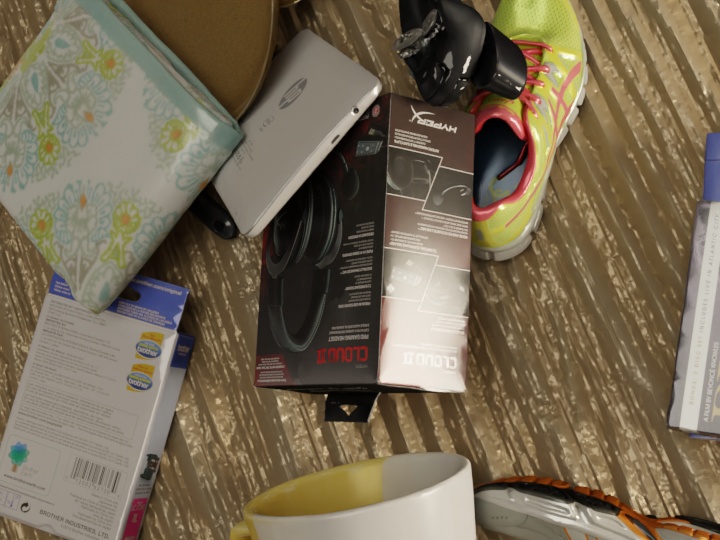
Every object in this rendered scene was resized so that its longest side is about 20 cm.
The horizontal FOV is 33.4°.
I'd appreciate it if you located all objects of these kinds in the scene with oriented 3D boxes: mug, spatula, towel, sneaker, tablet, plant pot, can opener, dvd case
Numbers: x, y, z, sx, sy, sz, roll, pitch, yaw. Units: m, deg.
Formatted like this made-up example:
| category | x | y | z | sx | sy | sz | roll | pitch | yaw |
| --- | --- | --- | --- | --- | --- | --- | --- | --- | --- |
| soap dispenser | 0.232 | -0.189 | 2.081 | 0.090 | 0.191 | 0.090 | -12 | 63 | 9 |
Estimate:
| category | x | y | z | sx | sy | sz | roll | pitch | yaw |
| --- | --- | --- | --- | --- | --- | --- | --- | --- | --- |
| mug | 0.007 | 0.210 | 0.785 | 0.148 | 0.186 | 0.155 | -13 | 92 | -17 |
| spatula | -0.169 | -0.087 | 0.925 | 0.199 | 0.021 | 0.057 | 37 | 120 | 14 |
| towel | -0.195 | -0.096 | 0.885 | 0.200 | 0.048 | 0.172 | 46 | 106 | 26 |
| sneaker | 0.106 | -0.110 | 0.815 | 0.077 | 0.090 | 0.202 | 7 | 83 | 18 |
| tablet | -0.057 | -0.103 | 0.830 | 0.014 | 0.200 | 0.130 | 39 | 95 | -27 |
| plant pot | -0.127 | -0.195 | 0.891 | 0.199 | 0.027 | 0.202 | 9 | 104 | 39 |
| can opener | 0.052 | -0.163 | 0.807 | 0.063 | 0.078 | 0.201 | -47 | 27 | 18 |
| sneaker | 0.156 | 0.193 | 0.764 | 0.198 | 0.076 | 0.093 | 14 | 92 | 21 |
| dvd case | 0.300 | 0.041 | 0.743 | 0.198 | 0.016 | 0.150 | 8 | 83 | 19 |

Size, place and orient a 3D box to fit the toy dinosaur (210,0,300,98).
| category | x | y | z | sx | sy | sz | roll | pitch | yaw |
| --- | --- | --- | --- | --- | --- | --- | --- | --- | --- |
| toy dinosaur | -0.082 | -0.224 | 0.902 | 0.101 | 0.058 | 0.201 | 39 | 91 | 20 |

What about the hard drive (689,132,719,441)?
| category | x | y | z | sx | sy | sz | roll | pitch | yaw |
| --- | --- | --- | --- | --- | --- | --- | --- | --- | --- |
| hard drive | 0.286 | 0.013 | 0.776 | 0.131 | 0.025 | 0.202 | 3 | 82 | 17 |

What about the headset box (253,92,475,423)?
| category | x | y | z | sx | sy | sz | roll | pitch | yaw |
| --- | --- | --- | --- | --- | --- | --- | --- | --- | --- |
| headset box | 0.000 | 0.000 | 0.800 | 0.148 | 0.077 | 0.202 | -8 | 76 | 54 |

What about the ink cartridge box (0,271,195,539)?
| category | x | y | z | sx | sy | sz | roll | pitch | yaw |
| --- | --- | --- | --- | --- | --- | --- | --- | --- | --- |
| ink cartridge box | -0.198 | 0.098 | 0.899 | 0.118 | 0.042 | 0.202 | 14 | 88 | 18 |
